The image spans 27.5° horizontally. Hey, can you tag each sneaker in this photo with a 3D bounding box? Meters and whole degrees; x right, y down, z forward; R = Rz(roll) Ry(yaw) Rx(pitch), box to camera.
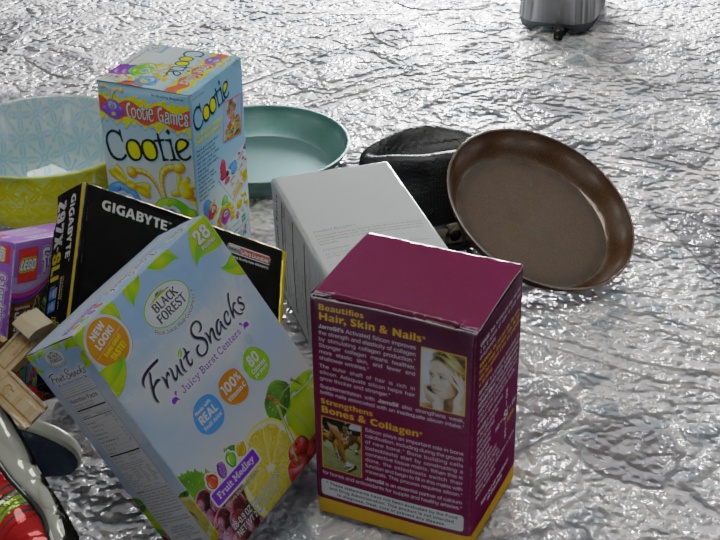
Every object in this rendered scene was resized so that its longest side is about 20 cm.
[{"bbox_3d":[-0.254,0.185,1.055,0.085,0.077,0.200,-30,58,-13],"label":"sneaker"},{"bbox_3d":[-0.317,0.160,1.130,0.199,0.075,0.085,2,52,-7],"label":"sneaker"}]

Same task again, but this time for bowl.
[{"bbox_3d":[-0.319,-0.092,1.506,0.199,0.108,0.200,0,30,0],"label":"bowl"}]

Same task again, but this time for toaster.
[{"bbox_3d":[0.278,-0.410,2.014,0.113,0.130,0.200,8,32,16],"label":"toaster"}]

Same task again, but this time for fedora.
[{"bbox_3d":[0.066,-0.094,1.514,0.200,0.092,0.201,-1,30,0],"label":"fedora"}]

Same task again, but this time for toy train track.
[{"bbox_3d":[-0.300,0.102,1.057,0.115,0.033,0.200,34,77,36],"label":"toy train track"}]

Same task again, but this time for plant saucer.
[{"bbox_3d":[-0.111,-0.128,1.634,0.199,0.036,0.200,0,30,0],"label":"plant saucer"},{"bbox_3d":[0.172,-0.055,1.440,0.199,0.032,0.201,13,50,-16],"label":"plant saucer"}]

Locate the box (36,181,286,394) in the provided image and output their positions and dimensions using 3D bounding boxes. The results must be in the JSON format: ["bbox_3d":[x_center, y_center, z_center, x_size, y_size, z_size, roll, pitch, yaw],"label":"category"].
[{"bbox_3d":[-0.153,0.036,1.171,0.200,0.160,0.049,20,-25,-37],"label":"box"}]

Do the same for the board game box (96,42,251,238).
[{"bbox_3d":[-0.179,-0.104,1.433,0.103,0.201,0.105,12,32,20],"label":"board game box"}]

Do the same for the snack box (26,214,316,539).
[{"bbox_3d":[-0.124,0.088,1.096,0.068,0.200,0.169,-23,18,42],"label":"snack box"}]

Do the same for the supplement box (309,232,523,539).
[{"bbox_3d":[0.042,0.090,1.099,0.130,0.201,0.103,14,33,21],"label":"supplement box"}]

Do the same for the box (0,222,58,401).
[{"bbox_3d":[-0.248,0.032,1.203,0.039,0.137,0.200,10,10,19],"label":"box"}]

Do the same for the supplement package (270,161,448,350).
[{"bbox_3d":[0.000,0.000,1.334,0.116,0.118,0.200,-10,32,-13],"label":"supplement package"}]
